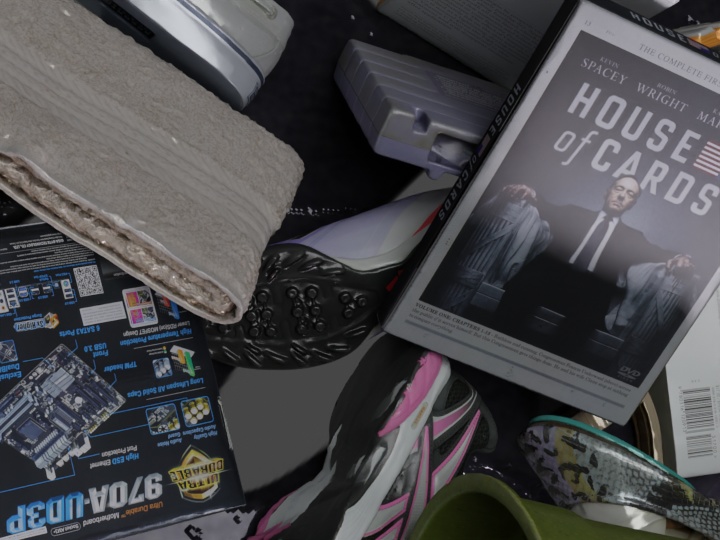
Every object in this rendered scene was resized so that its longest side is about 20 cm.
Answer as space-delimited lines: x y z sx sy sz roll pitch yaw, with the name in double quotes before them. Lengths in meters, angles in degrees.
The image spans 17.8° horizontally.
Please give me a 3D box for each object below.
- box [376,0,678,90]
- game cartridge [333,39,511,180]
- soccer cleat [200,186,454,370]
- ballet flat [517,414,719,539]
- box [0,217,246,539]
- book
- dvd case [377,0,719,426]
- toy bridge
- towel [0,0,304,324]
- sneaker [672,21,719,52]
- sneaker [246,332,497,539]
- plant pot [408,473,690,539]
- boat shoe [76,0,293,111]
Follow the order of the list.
"box" 0.105 -0.187 1.202 0.097 0.200 0.124 31 72 -13
"game cartridge" 0.089 -0.064 1.219 0.200 0.130 0.038 17 104 -17
"soccer cleat" 0.000 0.000 1.213 0.200 0.073 0.068 -17 108 -5
"ballet flat" 0.165 0.144 1.208 0.200 0.072 0.072 27 73 -17
"box" -0.159 0.059 1.111 0.200 0.046 0.159 -11 84 -43
"book" 0.255 0.041 1.303 0.200 0.048 0.134 -5 87 -20
"dvd case" 0.120 -0.027 1.156 0.150 0.025 0.200 22 114 -20
"toy bridge" 0.126 0.080 1.258 0.067 0.027 0.200 -33 94 -22
"towel" -0.125 -0.068 1.150 0.200 0.034 0.133 32 40 -9
"sneaker" 0.186 -0.096 1.252 0.200 0.078 0.077 -14 98 -53
"sneaker" 0.010 0.134 1.183 0.086 0.080 0.200 39 77 -25
"plant pot" 0.136 0.200 1.112 0.190 0.200 0.200 4 80 -23
"boat shoe" -0.113 -0.178 1.188 0.202 0.075 0.086 39 71 -13
